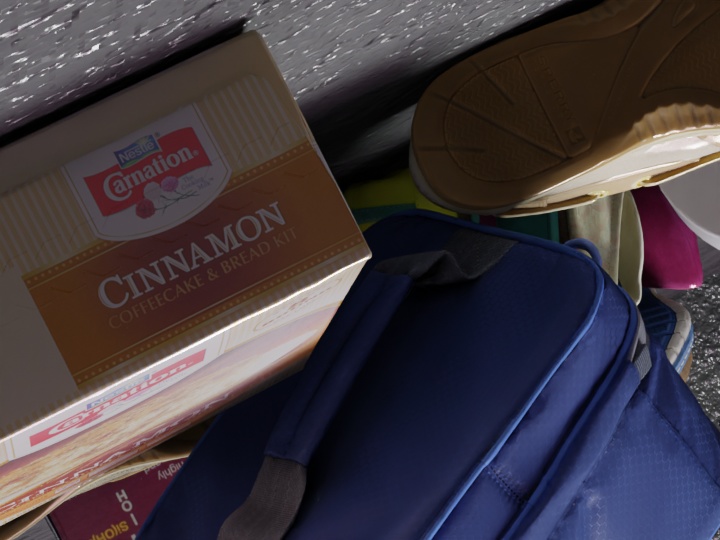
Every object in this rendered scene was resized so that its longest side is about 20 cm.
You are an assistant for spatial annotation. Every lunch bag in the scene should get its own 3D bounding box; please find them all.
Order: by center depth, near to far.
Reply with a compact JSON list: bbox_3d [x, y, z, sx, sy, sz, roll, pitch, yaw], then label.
[{"bbox_3d":[0.028,0.072,0.904,0.136,0.132,0.200,15,-117,47],"label":"lunch bag"}]

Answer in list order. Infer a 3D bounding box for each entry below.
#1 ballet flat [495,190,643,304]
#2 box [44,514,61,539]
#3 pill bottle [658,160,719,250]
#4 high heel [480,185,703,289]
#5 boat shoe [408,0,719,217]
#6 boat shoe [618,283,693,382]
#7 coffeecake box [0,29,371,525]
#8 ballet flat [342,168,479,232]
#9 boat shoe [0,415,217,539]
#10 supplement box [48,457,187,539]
[{"bbox_3d":[0.088,0.026,1.032,0.062,0.200,0.067,7,171,-34],"label":"ballet flat"},{"bbox_3d":[-0.059,0.078,1.273,0.200,0.079,0.141,-27,-174,-5],"label":"box"},{"bbox_3d":[0.190,-0.060,1.128,0.116,0.116,0.200,-30,173,17],"label":"pill bottle"},{"bbox_3d":[0.088,-0.005,1.224,0.067,0.096,0.200,-23,172,-37],"label":"high heel"},{"bbox_3d":[0.107,-0.070,0.942,0.200,0.074,0.069,-17,174,-11],"label":"boat shoe"},{"bbox_3d":[0.119,0.053,1.156,0.072,0.072,0.200,-15,-169,8],"label":"boat shoe"},{"bbox_3d":[-0.089,0.017,0.769,0.153,0.073,0.200,-26,173,-11],"label":"coffeecake box"},{"bbox_3d":[0.000,0.000,1.110,0.067,0.067,0.200,-5,166,-10],"label":"ballet flat"},{"bbox_3d":[-0.096,0.049,1.032,0.200,0.072,0.065,-30,-174,7],"label":"boat shoe"},{"bbox_3d":[-0.062,0.120,1.126,0.103,0.200,0.131,-28,173,-1],"label":"supplement box"}]
